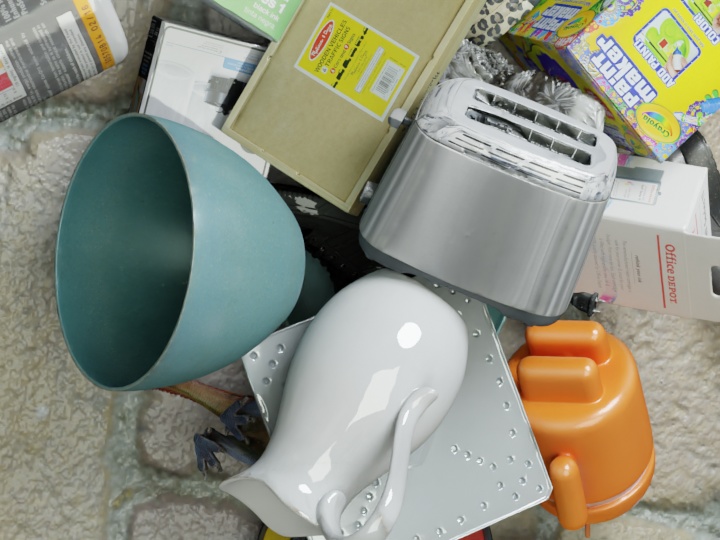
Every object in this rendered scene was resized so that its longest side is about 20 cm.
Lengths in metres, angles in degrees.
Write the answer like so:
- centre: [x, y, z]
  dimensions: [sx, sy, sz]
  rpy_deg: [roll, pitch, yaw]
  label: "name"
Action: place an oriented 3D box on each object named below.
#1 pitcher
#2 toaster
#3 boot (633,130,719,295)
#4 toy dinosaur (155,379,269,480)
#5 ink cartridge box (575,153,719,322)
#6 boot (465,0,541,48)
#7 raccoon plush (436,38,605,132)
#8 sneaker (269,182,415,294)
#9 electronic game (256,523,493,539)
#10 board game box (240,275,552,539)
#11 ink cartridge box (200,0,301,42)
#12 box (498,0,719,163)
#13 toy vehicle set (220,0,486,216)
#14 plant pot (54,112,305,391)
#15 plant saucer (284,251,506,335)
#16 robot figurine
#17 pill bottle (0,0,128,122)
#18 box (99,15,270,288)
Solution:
- centre: [0.007, 0.107, 1.592]
  dimensions: [0.121, 0.171, 0.201]
  rpy_deg: [42, 76, -35]
  label: "pitcher"
- centre: [0.104, -0.050, 1.602]
  dimensions: [0.199, 0.114, 0.130]
  rpy_deg: [23, 119, 3]
  label: "toaster"
- centre: [0.254, -0.010, 1.835]
  dimensions: [0.131, 0.070, 0.201]
  rpy_deg: [-25, 94, -5]
  label: "boot"
- centre: [-0.042, 0.114, 1.765]
  dimensions: [0.181, 0.200, 0.105]
  rpy_deg: [-9, 139, -45]
  label: "toy dinosaur"
- centre: [0.211, -0.030, 1.722]
  dimensions: [0.199, 0.117, 0.068]
  rpy_deg: [12, 56, 20]
  label: "ink cartridge box"
- centre: [0.105, -0.289, 1.735]
  dimensions: [0.203, 0.074, 0.154]
  rpy_deg: [-44, 106, 7]
  label: "boot"
- centre: [0.098, -0.127, 1.711]
  dimensions: [0.199, 0.134, 0.097]
  rpy_deg: [26, 101, 13]
  label: "raccoon plush"
- centre: [-0.001, -0.001, 1.731]
  dimensions: [0.199, 0.060, 0.105]
  rpy_deg: [11, 97, -26]
  label: "sneaker"
- centre: [0.009, 0.236, 1.768]
  dimensions: [0.199, 0.200, 0.042]
  rpy_deg: [-29, 146, -7]
  label: "electronic game"
- centre: [0.027, 0.118, 1.698]
  dimensions: [0.199, 0.026, 0.201]
  rpy_deg: [-21, 93, -17]
  label: "board game box"
- centre: [-0.056, -0.283, 1.661]
  dimensions: [0.084, 0.146, 0.201]
  rpy_deg: [30, 93, -15]
  label: "ink cartridge box"
- centre: [0.234, -0.202, 1.718]
  dimensions: [0.193, 0.200, 0.122]
  rpy_deg: [-44, 107, -3]
  label: "box"
- centre: [-0.004, -0.158, 1.653]
  dimensions: [0.124, 0.026, 0.201]
  rpy_deg: [34, 98, 18]
  label: "toy vehicle set"
- centre: [-0.120, -0.008, 1.624]
  dimensions: [0.134, 0.200, 0.202]
  rpy_deg: [6, 100, -36]
  label: "plant pot"
- centre: [0.027, 0.004, 1.792]
  dimensions: [0.198, 0.036, 0.202]
  rpy_deg: [-3, 101, -12]
  label: "plant saucer"
- centre: [0.180, 0.125, 1.793]
  dimensions: [0.116, 0.144, 0.201]
  rpy_deg: [-27, 133, -9]
  label: "robot figurine"
- centre: [-0.284, -0.168, 1.644]
  dimensions: [0.199, 0.116, 0.117]
  rpy_deg: [-27, 105, -8]
  label: "pill bottle"
- centre: [-0.130, -0.088, 1.724]
  dimensions: [0.116, 0.060, 0.201]
  rpy_deg: [14, 97, -15]
  label: "box"
